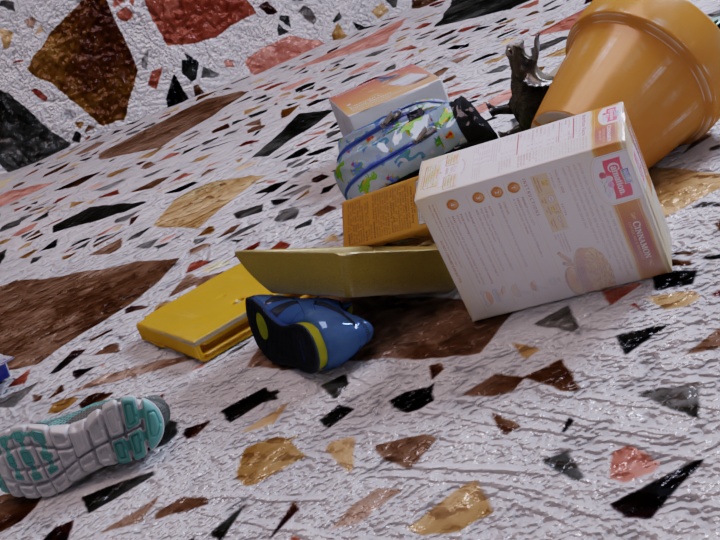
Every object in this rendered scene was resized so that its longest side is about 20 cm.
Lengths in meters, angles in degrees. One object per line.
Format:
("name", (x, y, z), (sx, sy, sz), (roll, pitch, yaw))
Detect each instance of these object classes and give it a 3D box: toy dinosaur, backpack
("toy dinosaur", (0.221, -0.189, 1.575), (0.102, 0.200, 0.077), (-29, 47, 17))
("backpack", (0.067, -0.136, 1.615), (0.200, 0.154, 0.163), (-40, -17, 6))

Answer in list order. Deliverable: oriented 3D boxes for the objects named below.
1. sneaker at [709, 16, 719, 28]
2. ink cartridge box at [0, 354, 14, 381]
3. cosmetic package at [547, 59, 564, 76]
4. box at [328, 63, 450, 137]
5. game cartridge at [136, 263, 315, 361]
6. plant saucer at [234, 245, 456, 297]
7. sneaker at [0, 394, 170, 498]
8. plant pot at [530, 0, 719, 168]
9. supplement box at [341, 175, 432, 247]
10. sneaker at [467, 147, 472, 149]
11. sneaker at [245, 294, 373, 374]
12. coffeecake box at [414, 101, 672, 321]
("sneaker", (0.462, -0.325, 1.797), (0.118, 0.074, 0.201), (-21, 26, 24))
("ink cartridge box", (-0.554, 0.164, 1.641), (0.197, 0.047, 0.200), (-31, 21, -30))
("cosmetic package", (0.336, -0.273, 1.707), (0.200, 0.073, 0.104), (-41, 21, 0))
("box", (0.050, -0.230, 1.962), (0.152, 0.107, 0.200), (-23, 18, -4))
("game cartridge", (-0.162, 0.045, 1.548), (0.176, 0.032, 0.200), (-30, 17, -24))
("plant saucer", (0.000, 0.000, 1.361), (0.200, 0.049, 0.200), (-3, 3, -38))
("sneaker", (-0.275, 0.170, 1.275), (0.200, 0.078, 0.091), (-14, 3, 12))
("plant pot", (0.294, -0.189, 1.456), (0.183, 0.200, 0.200), (-49, 28, -23))
("supplement box", (0.065, -0.068, 1.473), (0.066, 0.069, 0.200), (4, -15, -42))
("sneaker", (0.131, -0.080, 1.321), (0.071, 0.083, 0.200), (-17, -22, 17))
("sneaker", (-0.055, 0.058, 1.332), (0.078, 0.066, 0.200), (-21, 17, -25))
("coffeecake box", (0.173, -0.051, 1.205), (0.200, 0.154, 0.073), (-15, 33, 20))
